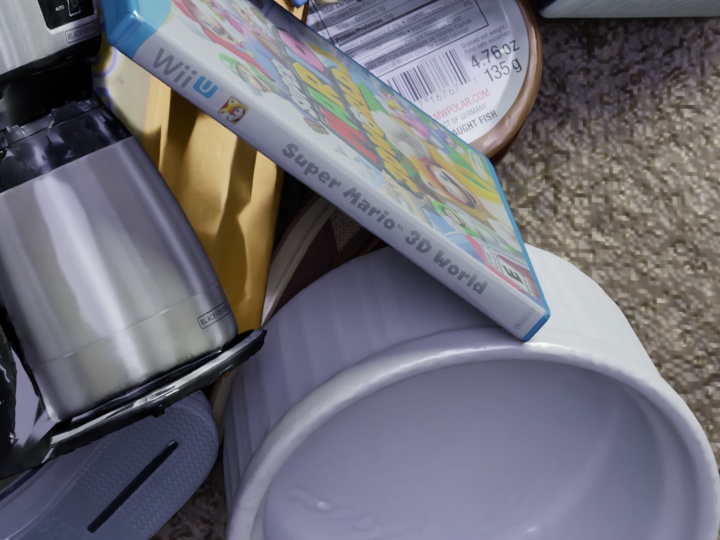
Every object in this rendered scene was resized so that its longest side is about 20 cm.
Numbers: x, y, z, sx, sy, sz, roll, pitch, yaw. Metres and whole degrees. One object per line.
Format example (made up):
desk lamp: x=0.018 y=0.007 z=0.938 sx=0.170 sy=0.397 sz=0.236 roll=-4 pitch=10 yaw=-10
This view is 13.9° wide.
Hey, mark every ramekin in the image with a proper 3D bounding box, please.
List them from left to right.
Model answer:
ramekin: x=0.038 y=0.083 z=1.196 sx=0.200 sy=0.201 sz=0.098 roll=-5 pitch=36 yaw=-8

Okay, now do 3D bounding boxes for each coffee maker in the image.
coffee maker: x=-0.161 y=-0.021 z=1.121 sx=0.192 sy=0.135 sz=0.200 roll=-24 pitch=94 yaw=1

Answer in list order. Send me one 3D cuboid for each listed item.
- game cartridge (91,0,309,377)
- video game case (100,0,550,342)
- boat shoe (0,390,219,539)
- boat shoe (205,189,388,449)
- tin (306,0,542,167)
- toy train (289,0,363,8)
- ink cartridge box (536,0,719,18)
game cartridge: x=-0.129 y=-0.056 z=1.200 sx=0.200 sy=0.032 sz=0.177 roll=8 pitch=93 yaw=-1
video game case: x=-0.017 y=-0.063 z=1.119 sx=0.200 sy=0.143 sz=0.018 roll=35 pitch=107 yaw=-22
boat shoe: x=-0.140 y=0.115 z=1.231 sx=0.200 sy=0.062 sz=0.072 roll=-41 pitch=118 yaw=2
boat shoe: x=0.000 y=0.000 z=1.269 sx=0.072 sy=0.072 sz=0.200 roll=31 pitch=71 yaw=1
tin: x=0.003 y=-0.128 z=1.247 sx=0.112 sy=0.042 sz=0.200 roll=-25 pitch=82 yaw=-16
toy train: x=-0.072 y=-0.172 z=1.136 sx=0.046 sy=0.034 sz=0.200 roll=-44 pitch=96 yaw=-3
ink cartridge box: x=0.096 y=-0.207 z=1.283 sx=0.200 sy=0.041 sz=0.200 roll=-3 pitch=76 yaw=-45
